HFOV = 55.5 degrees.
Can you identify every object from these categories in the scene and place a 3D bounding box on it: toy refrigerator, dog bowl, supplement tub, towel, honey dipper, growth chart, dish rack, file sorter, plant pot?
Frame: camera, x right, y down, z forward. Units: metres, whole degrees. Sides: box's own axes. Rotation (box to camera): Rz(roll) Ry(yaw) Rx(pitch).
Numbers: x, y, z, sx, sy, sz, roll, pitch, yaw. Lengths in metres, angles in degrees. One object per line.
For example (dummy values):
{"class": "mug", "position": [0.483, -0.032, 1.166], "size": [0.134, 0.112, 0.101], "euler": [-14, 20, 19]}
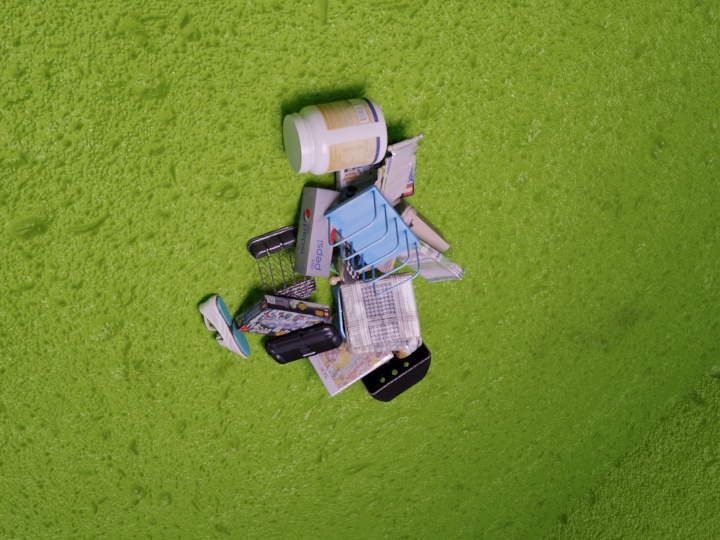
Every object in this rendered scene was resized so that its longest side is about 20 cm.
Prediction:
{"class": "toy refrigerator", "position": [0.141, -0.104, 1.772], "size": [0.076, 0.070, 0.199], "euler": [-42, 132, 14]}
{"class": "dog bowl", "position": [-0.014, 0.096, 1.776], "size": [0.109, 0.050, 0.204], "euler": [-5, 98, -9]}
{"class": "supplement tub", "position": [-0.056, -0.288, 1.476], "size": [0.197, 0.145, 0.146], "euler": [-13, 128, -20]}
{"class": "towel", "position": [0.157, -0.023, 1.777], "size": [0.199, 0.148, 0.031], "euler": [30, 67, -30]}
{"class": "towel", "position": [0.050, 0.113, 1.724], "size": [0.189, 0.035, 0.203], "euler": [-9, 107, 0]}
{"class": "honey dipper", "position": [0.000, 0.000, 1.727], "size": [0.198, 0.038, 0.038], "euler": [-18, 131, -37]}
{"class": "growth chart", "position": [0.075, -0.213, 1.575], "size": [0.144, 0.018, 0.202], "euler": [-24, 141, -46]}
{"class": "dish rack", "position": [-0.183, -0.003, 1.670], "size": [0.151, 0.055, 0.202], "euler": [-20, 132, -14]}
{"class": "file sorter", "position": [0.031, -0.060, 1.548], "size": [0.137, 0.124, 0.200], "euler": [-27, 129, 21]}
{"class": "plant pot", "position": [0.081, 0.252, 1.916], "size": [0.198, 0.201, 0.178], "euler": [-32, 145, -5]}

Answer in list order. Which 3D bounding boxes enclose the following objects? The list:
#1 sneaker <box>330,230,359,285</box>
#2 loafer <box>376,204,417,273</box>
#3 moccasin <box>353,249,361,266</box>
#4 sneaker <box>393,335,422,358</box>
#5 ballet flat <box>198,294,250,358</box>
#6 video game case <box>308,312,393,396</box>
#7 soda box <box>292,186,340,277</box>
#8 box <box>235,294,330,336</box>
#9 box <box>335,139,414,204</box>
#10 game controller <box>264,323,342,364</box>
{"class": "sneaker", "position": [-0.060, -0.019, 1.642], "size": [0.088, 0.201, 0.077], "euler": [-27, 123, 10]}
{"class": "loafer", "position": [0.093, -0.072, 1.669], "size": [0.072, 0.063, 0.201], "euler": [-46, 171, -51]}
{"class": "moccasin", "position": [0.017, -0.087, 1.704], "size": [0.080, 0.068, 0.201], "euler": [-28, 158, -28]}
{"class": "sneaker", "position": [0.092, 0.139, 1.839], "size": [0.087, 0.201, 0.076], "euler": [-26, 155, -16]}
{"class": "ballet flat", "position": [-0.338, 0.143, 1.687], "size": [0.069, 0.070, 0.202], "euler": [-29, 128, -8]}
{"class": "video game case", "position": [-0.041, 0.205, 1.825], "size": [0.198, 0.183, 0.023], "euler": [-32, 166, -5]}
{"class": "soda box", "position": [-0.102, -0.089, 1.591], "size": [0.067, 0.063, 0.204], "euler": [6, 93, -37]}
{"class": "box", "position": [-0.192, 0.119, 1.710], "size": [0.198, 0.040, 0.136], "euler": [12, 146, -40]}
{"class": "box", "position": [0.036, -0.225, 1.632], "size": [0.197, 0.040, 0.139], "euler": [-16, 129, -20]}
{"class": "game controller", "position": [-0.147, 0.191, 1.771], "size": [0.197, 0.043, 0.105], "euler": [-17, 147, 14]}
